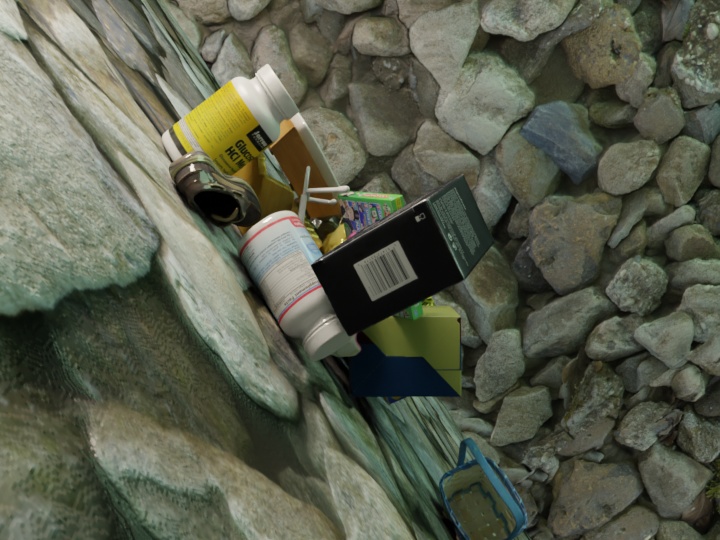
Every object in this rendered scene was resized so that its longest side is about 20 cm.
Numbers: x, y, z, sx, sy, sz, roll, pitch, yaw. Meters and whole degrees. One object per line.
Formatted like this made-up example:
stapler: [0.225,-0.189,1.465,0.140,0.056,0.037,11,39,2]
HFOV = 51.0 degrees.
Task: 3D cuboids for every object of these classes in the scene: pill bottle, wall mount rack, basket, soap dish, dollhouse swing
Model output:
pill bottle: [-0.089,0.024,1.099,0.202,0.108,0.109,56,3,16]
wall mount rack: [-0.067,-0.065,1.204,0.174,0.072,0.206,163,-66,-84]
basket: [0.227,0.426,1.382,0.178,0.136,0.203,56,-27,37]
soap dish: [-0.113,-0.204,1.382,0.202,0.080,0.158,60,-2,-39]
dollhouse swing: [-0.143,-0.147,1.343,0.172,0.185,0.201,0,38,-30]
pill bottle: [-0.195,-0.218,1.153,0.114,0.198,0.112,53,3,-4]

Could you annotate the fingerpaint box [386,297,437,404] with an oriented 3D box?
fingerpaint box: [0.106,0.174,1.671,0.074,0.163,0.204,-121,-167,-57]

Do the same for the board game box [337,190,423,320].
board game box: [0.033,-0.026,1.246,0.133,0.029,0.205,11,-61,47]

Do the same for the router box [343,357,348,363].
router box: [-0.045,0.103,1.560,0.159,0.052,0.200,56,3,-18]

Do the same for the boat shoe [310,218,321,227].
boat shoe: [-0.067,-0.044,1.629,0.204,0.066,0.072,64,5,17]

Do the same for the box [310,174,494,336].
box: [0.066,-0.026,1.066,0.119,0.194,0.200,60,27,-5]

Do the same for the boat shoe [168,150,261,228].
boat shoe: [-0.201,-0.095,1.077,0.199,0.073,0.075,32,31,-62]

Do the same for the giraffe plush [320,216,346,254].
giraffe plush: [0.000,0.000,1.393,0.160,0.203,0.172,32,-5,-14]

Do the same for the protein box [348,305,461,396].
protein box: [0.077,0.140,1.361,0.200,0.192,0.139,-58,148,-87]

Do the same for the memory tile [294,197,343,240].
memory tile: [-0.085,-0.073,1.496,0.017,0.195,0.157,-52,135,-53]

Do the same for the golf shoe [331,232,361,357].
golf shoe: [-0.018,0.043,1.236,0.089,0.206,0.075,16,-3,-8]
